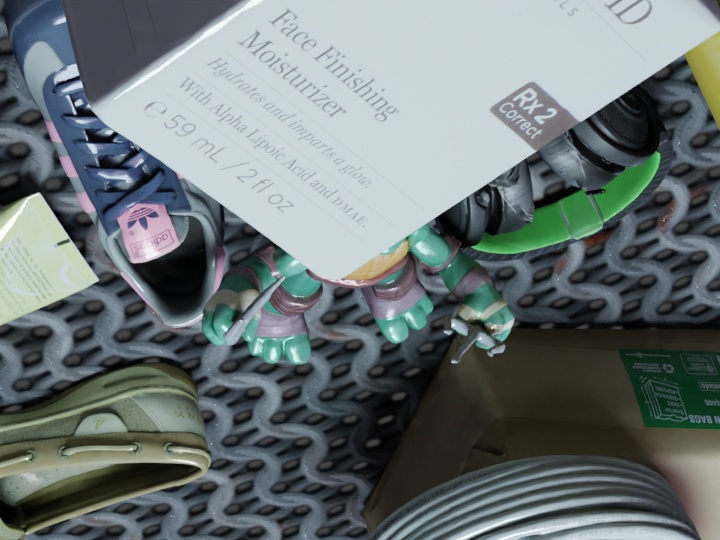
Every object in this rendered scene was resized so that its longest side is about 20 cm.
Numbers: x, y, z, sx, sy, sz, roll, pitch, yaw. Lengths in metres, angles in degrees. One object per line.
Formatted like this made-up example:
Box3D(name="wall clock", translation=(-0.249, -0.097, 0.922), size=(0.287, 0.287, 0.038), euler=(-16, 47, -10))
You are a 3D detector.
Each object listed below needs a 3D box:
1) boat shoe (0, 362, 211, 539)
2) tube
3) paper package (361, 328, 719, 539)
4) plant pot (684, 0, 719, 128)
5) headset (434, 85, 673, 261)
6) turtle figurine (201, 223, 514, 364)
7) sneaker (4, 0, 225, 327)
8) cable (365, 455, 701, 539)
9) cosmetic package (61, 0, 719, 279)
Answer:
Box3D(name="boat shoe", translation=(-0.176, 0.116, 1.264), size=(0.200, 0.063, 0.073), euler=(-21, 142, 5))
Box3D(name="tube", translation=(-0.232, 0.024, 1.150), size=(0.200, 0.052, 0.058), euler=(-24, -177, 4))
Box3D(name="paper package", translation=(0.126, 0.125, 1.356), size=(0.200, 0.104, 0.191), euler=(2, 138, -21))
Box3D(name="plant pot", translation=(0.236, -0.100, 1.061), size=(0.201, 0.201, 0.189), euler=(-33, 125, 20))
Box3D(name="headset", translation=(0.086, -0.048, 1.135), size=(0.123, 0.094, 0.200), euler=(-26, 152, 12))
Box3D(name="turtle figurine", translation=(0.000, 0.000, 1.127), size=(0.149, 0.101, 0.200), euler=(5, 169, -6))
Box3D(name="sneaker", translation=(-0.103, -0.053, 1.069), size=(0.070, 0.082, 0.200), euler=(-19, 142, 7))
Box3D(name="cable", translation=(0.092, 0.179, 1.273), size=(0.200, 0.069, 0.200), euler=(-32, 139, 16))
Box3D(name="cosmetic package", translation=(0.003, -0.137, 0.937), size=(0.200, 0.165, 0.165), euler=(-33, 140, 20))
